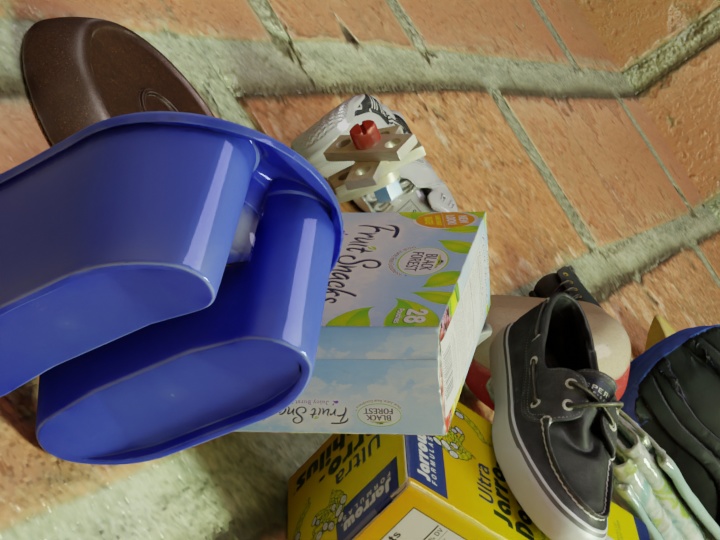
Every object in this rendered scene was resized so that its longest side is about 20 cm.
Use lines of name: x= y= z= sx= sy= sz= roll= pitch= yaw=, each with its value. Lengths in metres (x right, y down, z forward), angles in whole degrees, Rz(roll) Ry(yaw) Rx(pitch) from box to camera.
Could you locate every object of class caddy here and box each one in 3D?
caddy: x=-0.101 y=0.004 z=0.766 sx=0.141 sy=0.199 sz=0.106 roll=39 pitch=42 yaw=-38

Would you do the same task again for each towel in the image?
towel: x=0.178 y=0.150 z=1.126 sx=0.200 sy=0.048 sz=0.171 roll=55 pitch=-10 yaw=-33

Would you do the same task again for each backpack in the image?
backpack: x=0.336 y=0.158 z=1.652 sx=0.201 sy=0.162 sz=0.168 roll=54 pitch=-10 yaw=-5

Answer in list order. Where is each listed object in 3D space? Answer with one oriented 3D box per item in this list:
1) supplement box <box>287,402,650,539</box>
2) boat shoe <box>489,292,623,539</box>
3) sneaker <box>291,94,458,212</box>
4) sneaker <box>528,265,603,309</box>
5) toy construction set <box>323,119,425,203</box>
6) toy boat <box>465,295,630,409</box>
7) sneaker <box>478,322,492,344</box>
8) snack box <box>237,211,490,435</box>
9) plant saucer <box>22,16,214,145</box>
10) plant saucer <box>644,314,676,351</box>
supplement box: x=0.067 y=0.167 z=0.968 sx=0.199 sy=0.109 sz=0.110 roll=34 pitch=25 yaw=-21
boat shoe: x=0.121 y=0.080 z=0.980 sx=0.070 sy=0.066 sz=0.200 roll=34 pitch=24 yaw=-17
sneaker: x=0.019 y=-0.073 z=1.358 sx=0.115 sy=0.075 sz=0.200 roll=56 pitch=15 yaw=9
sneaker: x=0.196 y=0.052 z=1.619 sx=0.107 sy=0.075 sz=0.200 roll=55 pitch=9 yaw=10
toy construction set: x=0.000 y=0.000 z=1.091 sx=0.131 sy=0.092 sz=0.201 roll=21 pitch=-52 yaw=54
toy boat: x=0.138 y=0.093 z=1.314 sx=0.200 sy=0.129 sz=0.132 roll=-63 pitch=157 yaw=-85
sneaker: x=0.022 y=-0.011 z=1.202 sx=0.200 sy=0.115 sz=0.075 roll=48 pitch=20 yaw=-23
snack box: x=-0.020 y=0.024 z=0.946 sx=0.200 sy=0.167 sz=0.068 roll=-60 pitch=148 yaw=-67
plant saucer: x=-0.132 y=-0.084 z=1.071 sx=0.200 sy=0.034 sz=0.201 roll=49 pitch=20 yaw=-24
plant saucer: x=0.395 y=0.175 z=1.928 sx=0.200 sy=0.048 sz=0.201 roll=40 pitch=25 yaw=-40
